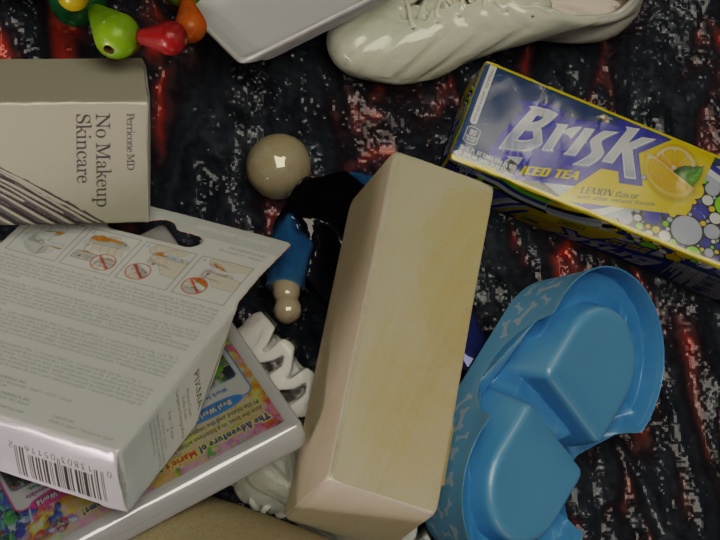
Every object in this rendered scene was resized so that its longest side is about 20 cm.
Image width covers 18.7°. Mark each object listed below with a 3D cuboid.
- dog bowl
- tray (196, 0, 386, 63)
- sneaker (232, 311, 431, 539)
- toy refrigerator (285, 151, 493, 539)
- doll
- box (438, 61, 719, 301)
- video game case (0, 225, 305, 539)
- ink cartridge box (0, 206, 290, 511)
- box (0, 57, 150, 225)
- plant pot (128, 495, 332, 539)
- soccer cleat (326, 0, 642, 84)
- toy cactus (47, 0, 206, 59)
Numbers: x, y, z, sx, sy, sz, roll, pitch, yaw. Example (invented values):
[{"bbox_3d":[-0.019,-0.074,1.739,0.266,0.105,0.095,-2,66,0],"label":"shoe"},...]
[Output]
[{"bbox_3d":[0.103,0.086,1.261,0.112,0.049,0.200,51,61,-33],"label":"dog bowl"},{"bbox_3d":[-0.008,-0.183,1.332,0.199,0.022,0.107,-28,39,-15],"label":"tray"},{"bbox_3d":[-0.025,0.123,1.256,0.081,0.075,0.200,-37,82,-2],"label":"sneaker"},{"bbox_3d":[0.020,0.045,1.208,0.070,0.076,0.201,19,62,-13],"label":"toy refrigerator"},{"bbox_3d":[0.000,0.000,1.291,0.136,0.048,0.200,-32,81,-33],"label":"doll"},{"bbox_3d":[0.149,-0.052,1.325,0.199,0.064,0.070,22,74,-4],"label":"box"},{"bbox_3d":[-0.158,0.078,1.215,0.199,0.024,0.182,-27,50,-13],"label":"video game case"},{"bbox_3d":[-0.151,0.037,1.215,0.159,0.047,0.200,14,39,22],"label":"ink cartridge box"},{"bbox_3d":[-0.220,-0.073,1.249,0.199,0.068,0.083,-2,117,-7],"label":"box"},{"bbox_3d":[-0.042,0.215,1.181,0.200,0.187,0.187,37,73,18],"label":"plant pot"},{"bbox_3d":[0.077,-0.161,1.333,0.199,0.078,0.070,-10,78,-11],"label":"soccer cleat"},{"bbox_3d":[-0.166,-0.196,1.287,0.164,0.102,0.201,-10,59,10],"label":"toy cactus"}]
